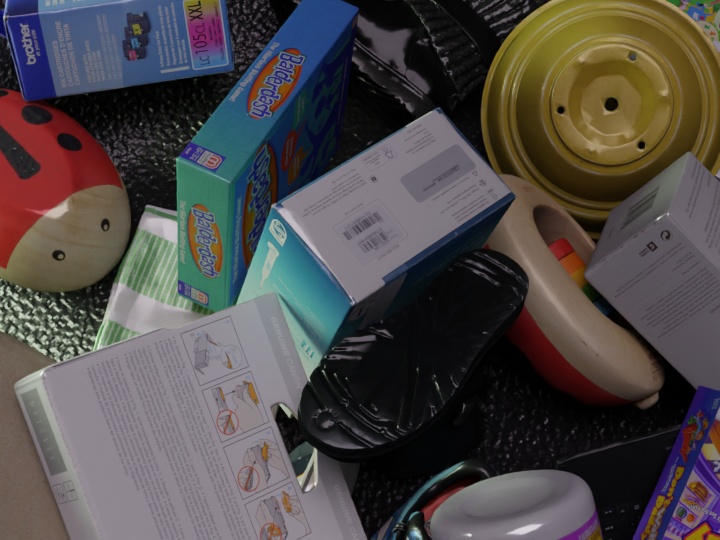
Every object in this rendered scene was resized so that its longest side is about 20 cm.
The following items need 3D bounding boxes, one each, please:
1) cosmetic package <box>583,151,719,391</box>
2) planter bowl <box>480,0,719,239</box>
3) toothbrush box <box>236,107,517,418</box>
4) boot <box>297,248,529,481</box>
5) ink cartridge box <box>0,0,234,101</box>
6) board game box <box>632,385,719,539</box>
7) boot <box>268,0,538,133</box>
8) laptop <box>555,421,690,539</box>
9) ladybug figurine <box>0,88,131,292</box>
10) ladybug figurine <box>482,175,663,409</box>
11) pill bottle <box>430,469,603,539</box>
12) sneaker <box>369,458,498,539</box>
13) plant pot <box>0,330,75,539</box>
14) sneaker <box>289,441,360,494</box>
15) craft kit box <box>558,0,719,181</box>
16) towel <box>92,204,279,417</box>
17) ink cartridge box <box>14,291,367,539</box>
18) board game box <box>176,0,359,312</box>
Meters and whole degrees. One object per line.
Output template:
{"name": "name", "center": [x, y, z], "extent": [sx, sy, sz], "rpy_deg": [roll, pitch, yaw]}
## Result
{"name": "cosmetic package", "center": [0.264, 0.028, 0.912], "extent": [0.200, 0.085, 0.108], "rpy_deg": [46, 35, -6]}
{"name": "planter bowl", "center": [0.191, -0.125, 0.994], "extent": [0.199, 0.083, 0.201], "rpy_deg": [0, 92, 7]}
{"name": "toothbrush box", "center": [0.000, 0.000, 0.892], "extent": [0.146, 0.200, 0.085], "rpy_deg": [-33, 77, -28]}
{"name": "boot", "center": [0.032, 0.095, 0.863], "extent": [0.076, 0.169, 0.200], "rpy_deg": [35, 53, 20]}
{"name": "ink cartridge box", "center": [-0.209, -0.202, 1.037], "extent": [0.199, 0.077, 0.137], "rpy_deg": [-11, 32, -7]}
{"name": "board game box", "center": [0.287, 0.178, 0.837], "extent": [0.199, 0.045, 0.135], "rpy_deg": [25, 88, -8]}
{"name": "boot", "center": [0.036, -0.218, 1.083], "extent": [0.211, 0.079, 0.158], "rpy_deg": [43, 75, 6]}
{"name": "laptop", "center": [0.237, 0.208, 0.859], "extent": [0.176, 0.201, 0.103], "rpy_deg": [-14, 28, -8]}
{"name": "ladybug figurine", "center": [-0.262, -0.072, 0.999], "extent": [0.136, 0.072, 0.200], "rpy_deg": [-41, 71, -20]}
{"name": "ladybug figurine", "center": [0.143, 0.023, 0.946], "extent": [0.072, 0.136, 0.200], "rpy_deg": [-42, 73, 26]}
{"name": "pill bottle", "center": [0.115, 0.235, 0.808], "extent": [0.104, 0.104, 0.201], "rpy_deg": [-17, 98, -11]}
{"name": "sneaker", "center": [0.025, 0.198, 0.866], "extent": [0.078, 0.090, 0.200], "rpy_deg": [35, 67, 14]}
{"name": "plant pot", "center": [-0.235, 0.157, 0.823], "extent": [0.176, 0.200, 0.201], "rpy_deg": [16, 62, -11]}
{"name": "sneaker", "center": [-0.063, 0.176, 0.880], "extent": [0.079, 0.079, 0.200], "rpy_deg": [14, 55, 18]}
{"name": "craft kit box", "center": [0.263, -0.173, 1.096], "extent": [0.197, 0.049, 0.200], "rpy_deg": [26, 65, 7]}
{"name": "towel", "center": [-0.126, 0.053, 0.971], "extent": [0.152, 0.023, 0.201], "rpy_deg": [14, 63, 3]}
{"name": "ink cartridge box", "center": [-0.095, 0.132, 0.794], "extent": [0.176, 0.045, 0.201], "rpy_deg": [-19, 88, -42]}
{"name": "board game box", "center": [-0.068, -0.087, 0.954], "extent": [0.045, 0.152, 0.200], "rpy_deg": [24, 54, 10]}
